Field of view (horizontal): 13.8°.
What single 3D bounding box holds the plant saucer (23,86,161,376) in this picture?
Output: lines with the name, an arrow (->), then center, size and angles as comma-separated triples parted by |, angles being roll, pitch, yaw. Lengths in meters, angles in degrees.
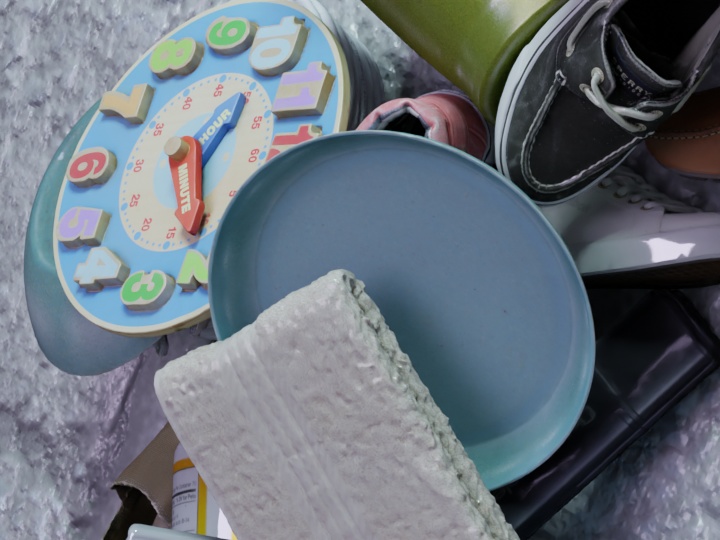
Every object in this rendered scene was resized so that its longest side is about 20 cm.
plant saucer -> -0.136, -0.041, 1.659 | 0.201, 0.039, 0.201 | -31, 44, 36

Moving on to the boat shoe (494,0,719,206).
boat shoe -> 0.124, -0.101, 1.385 | 0.200, 0.071, 0.064 | -56, 14, 30

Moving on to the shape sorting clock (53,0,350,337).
shape sorting clock -> -0.087, -0.057, 1.559 | 0.200, 0.039, 0.200 | -20, 52, 28

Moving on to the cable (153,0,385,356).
cable -> -0.065, -0.059, 1.677 | 0.200, 0.069, 0.200 | -53, 35, 13

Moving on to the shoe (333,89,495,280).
shoe -> 0.000, 0.000, 1.509 | 0.071, 0.091, 0.200 | 29, 102, 16

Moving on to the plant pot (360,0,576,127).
plant pot -> 0.072, -0.179, 1.507 | 0.200, 0.200, 0.193 | -47, 59, 29

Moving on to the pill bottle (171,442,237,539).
pill bottle -> -0.048, 0.152, 1.603 | 0.109, 0.109, 0.200 | -12, 72, 45

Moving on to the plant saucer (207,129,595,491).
plant saucer -> 0.022, 0.019, 1.449 | 0.200, 0.027, 0.200 | 10, 120, 17

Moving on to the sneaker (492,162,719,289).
sneaker -> 0.120, -0.033, 1.491 | 0.200, 0.073, 0.085 | 0, 83, 49

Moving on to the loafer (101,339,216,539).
loafer -> -0.097, 0.122, 1.689 | 0.076, 0.067, 0.200 | 24, 94, 47

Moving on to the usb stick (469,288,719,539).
usb stick -> 0.096, 0.089, 1.480 | 0.200, 0.033, 0.055 | -43, 58, 10

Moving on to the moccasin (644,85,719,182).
moccasin -> 0.214, -0.093, 1.388 | 0.201, 0.074, 0.078 | -14, 116, 46

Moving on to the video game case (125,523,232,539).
video game case -> -0.036, 0.235, 1.519 | 0.024, 0.200, 0.182 | -122, 42, -86

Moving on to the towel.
towel -> -0.004, 0.108, 1.457 | 0.132, 0.034, 0.200 | -30, 90, 31
